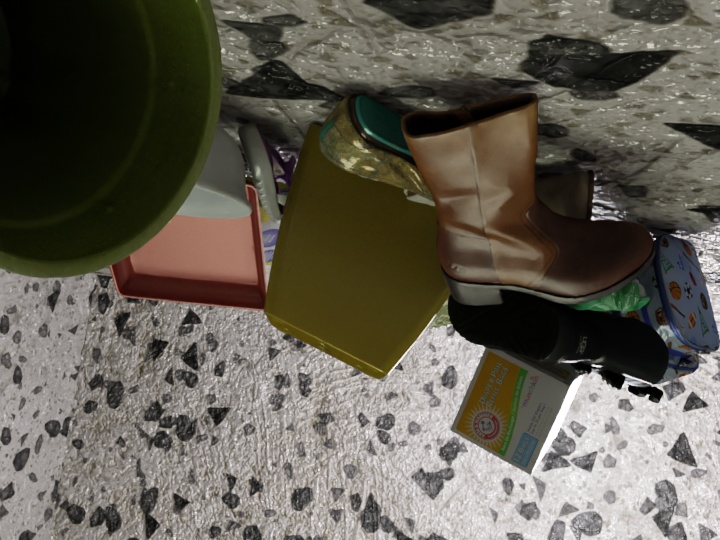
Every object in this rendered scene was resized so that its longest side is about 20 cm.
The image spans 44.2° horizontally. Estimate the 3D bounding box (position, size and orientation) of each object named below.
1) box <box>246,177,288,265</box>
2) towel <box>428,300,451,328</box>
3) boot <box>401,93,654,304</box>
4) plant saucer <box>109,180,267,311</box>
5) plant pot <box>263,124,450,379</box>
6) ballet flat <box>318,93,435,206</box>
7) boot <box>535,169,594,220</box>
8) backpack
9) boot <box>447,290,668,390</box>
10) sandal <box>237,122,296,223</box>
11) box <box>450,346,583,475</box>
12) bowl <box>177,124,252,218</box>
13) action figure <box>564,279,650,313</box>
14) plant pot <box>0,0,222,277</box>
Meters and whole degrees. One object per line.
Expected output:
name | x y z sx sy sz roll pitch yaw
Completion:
box | -0.126 -0.059 1.106 0.197 0.049 0.117 8 142 -35
towel | 0.116 0.021 1.085 0.195 0.037 0.149 -7 143 13
boot | 0.141 -0.064 0.715 0.184 0.069 0.202 -2 137 17
plant saucer | -0.205 -0.041 1.038 0.195 0.037 0.202 6 136 6
plant pot | 0.000 0.000 0.907 0.197 0.179 0.200 26 172 2
ballet flat | 0.045 -0.092 0.771 0.197 0.072 0.070 20 168 -38
boot | 0.154 -0.065 0.881 0.143 0.072 0.200 10 173 11
backpack | 0.322 0.044 1.048 0.187 0.204 0.153 5 154 -39
boot | 0.204 0.062 0.930 0.165 0.078 0.199 16 -176 -31
sandal | -0.088 -0.100 0.932 0.049 0.084 0.203 -19 175 -3
box | 0.190 0.142 1.032 0.100 0.115 0.199 26 -170 18
bowl | -0.190 -0.115 0.826 0.196 0.093 0.201 10 174 1
action figure | 0.223 0.008 0.859 0.115 0.056 0.200 1 -170 -8
plant pot | -0.215 -0.121 0.520 0.187 0.204 0.199 20 -179 36
